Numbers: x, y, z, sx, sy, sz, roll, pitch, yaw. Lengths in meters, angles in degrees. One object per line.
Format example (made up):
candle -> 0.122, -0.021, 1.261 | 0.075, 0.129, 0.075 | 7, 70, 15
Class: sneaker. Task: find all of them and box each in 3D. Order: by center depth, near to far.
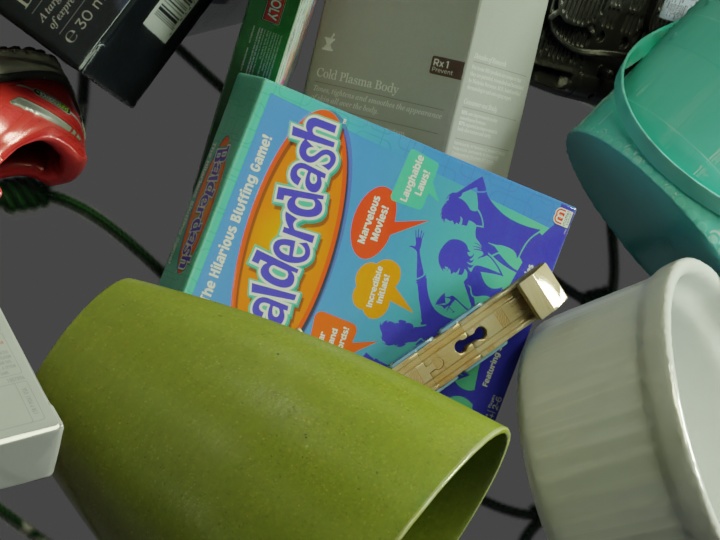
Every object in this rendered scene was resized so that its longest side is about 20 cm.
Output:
sneaker -> -0.219, -0.066, 1.504 | 0.200, 0.077, 0.085 | -11, 71, -42

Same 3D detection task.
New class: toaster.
toaster -> 0.138, -0.192, 1.784 | 0.181, 0.200, 0.119 | 10, 15, -42

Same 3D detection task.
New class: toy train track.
toy train track -> 0.027, 0.060, 1.542 | 0.200, 0.033, 0.115 | -35, 98, -14

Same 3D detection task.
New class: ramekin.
ramekin -> 0.163, 0.101, 1.599 | 0.200, 0.098, 0.201 | 48, 33, -46

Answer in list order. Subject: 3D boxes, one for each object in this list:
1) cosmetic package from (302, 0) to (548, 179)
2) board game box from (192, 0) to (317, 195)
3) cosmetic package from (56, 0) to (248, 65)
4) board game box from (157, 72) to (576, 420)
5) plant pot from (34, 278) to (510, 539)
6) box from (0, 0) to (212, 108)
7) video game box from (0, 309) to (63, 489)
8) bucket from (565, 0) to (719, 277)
cosmetic package -> 0.045, -0.157, 1.672 | 0.090, 0.107, 0.200 | 4, 98, -59
board game box -> -0.041, -0.149, 1.613 | 0.029, 0.200, 0.135 | 21, 45, 1
cosmetic package -> -0.108, -0.192, 1.692 | 0.200, 0.074, 0.102 | -17, 69, -47
board game box -> 0.000, 0.000, 1.578 | 0.200, 0.045, 0.152 | 21, 90, -23
plant pot -> -0.062, 0.098, 1.439 | 0.200, 0.187, 0.187 | 35, 40, 12
box -> -0.165, -0.208, 1.550 | 0.200, 0.148, 0.107 | 36, 0, 14
video game box -> -0.261, 0.038, 1.320 | 0.200, 0.047, 0.182 | -13, 56, -25
bucket -> 0.227, -0.057, 1.713 | 0.135, 0.207, 0.207 | -41, 86, -9
